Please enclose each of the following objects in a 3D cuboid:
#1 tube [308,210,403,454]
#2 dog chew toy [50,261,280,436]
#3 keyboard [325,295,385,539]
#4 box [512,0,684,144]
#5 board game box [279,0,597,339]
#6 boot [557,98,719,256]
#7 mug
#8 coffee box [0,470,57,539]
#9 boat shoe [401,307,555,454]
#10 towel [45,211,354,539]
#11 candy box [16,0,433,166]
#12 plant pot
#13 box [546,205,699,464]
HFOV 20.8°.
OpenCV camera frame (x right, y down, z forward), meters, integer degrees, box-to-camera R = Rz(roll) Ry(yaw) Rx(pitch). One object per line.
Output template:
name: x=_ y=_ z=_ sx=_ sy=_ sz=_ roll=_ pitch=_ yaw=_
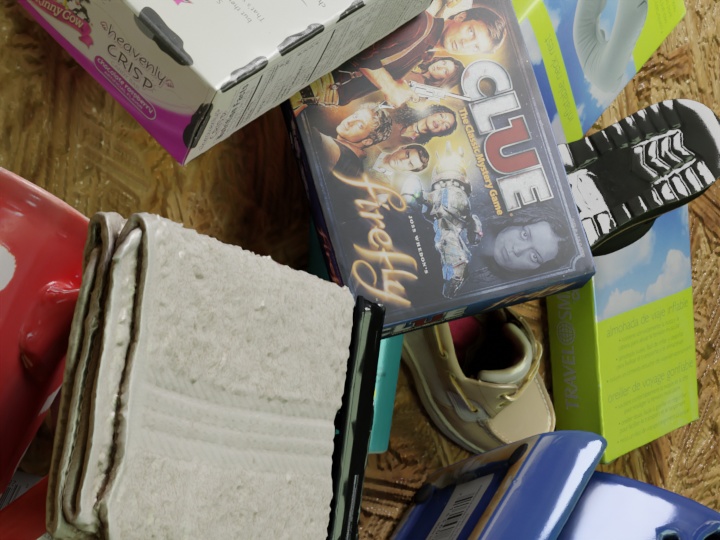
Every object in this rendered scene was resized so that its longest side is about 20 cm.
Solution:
tube: x=0.000 y=0.000 z=1.106 sx=0.050 sy=0.077 sz=0.202 roll=-130 pitch=-135 yaw=-87
dog chew toy: x=-0.074 y=0.048 z=0.971 sx=0.200 sy=0.123 sz=0.126 roll=-52 pitch=136 yaw=-69
keyboard: x=-0.020 y=0.113 z=0.937 sx=0.104 sy=0.039 sz=0.202 roll=41 pitch=57 yaw=-83
box: x=0.113 y=-0.137 z=1.171 sx=0.200 sy=0.047 sz=0.122 roll=-49 pitch=142 yaw=-20
board game box: x=0.031 y=-0.073 z=1.042 sx=0.134 sy=0.035 sz=0.202 roll=-14 pitch=77 yaw=-12
boot: x=0.104 y=-0.024 z=1.129 sx=0.198 sy=0.138 sz=0.078 roll=-14 pitch=76 yaw=-12
mug: x=-0.189 y=0.058 z=0.826 sx=0.133 sy=0.177 sz=0.201 roll=33 pitch=74 yaw=-29
coffee box: x=-0.172 y=0.207 z=0.920 sx=0.113 sy=0.079 sz=0.201 roll=43 pitch=63 yaw=-43
boat shoe: x=0.072 y=0.052 z=1.182 sx=0.200 sy=0.069 sz=0.074 roll=49 pitch=59 yaw=-39
towel: x=-0.057 y=0.056 z=0.809 sx=0.200 sy=0.034 sz=0.134 roll=19 pitch=78 yaw=-62
candy box: x=-0.060 y=-0.155 z=0.968 sx=0.136 sy=0.061 sz=0.200 roll=45 pitch=49 yaw=11
plant pot: x=0.103 y=0.211 z=1.126 sx=0.179 sy=0.200 sz=0.201 roll=40 pitch=62 yaw=-10
box: x=0.174 y=0.015 z=1.308 sx=0.121 sy=0.047 sz=0.202 roll=-17 pitch=106 yaw=-46
